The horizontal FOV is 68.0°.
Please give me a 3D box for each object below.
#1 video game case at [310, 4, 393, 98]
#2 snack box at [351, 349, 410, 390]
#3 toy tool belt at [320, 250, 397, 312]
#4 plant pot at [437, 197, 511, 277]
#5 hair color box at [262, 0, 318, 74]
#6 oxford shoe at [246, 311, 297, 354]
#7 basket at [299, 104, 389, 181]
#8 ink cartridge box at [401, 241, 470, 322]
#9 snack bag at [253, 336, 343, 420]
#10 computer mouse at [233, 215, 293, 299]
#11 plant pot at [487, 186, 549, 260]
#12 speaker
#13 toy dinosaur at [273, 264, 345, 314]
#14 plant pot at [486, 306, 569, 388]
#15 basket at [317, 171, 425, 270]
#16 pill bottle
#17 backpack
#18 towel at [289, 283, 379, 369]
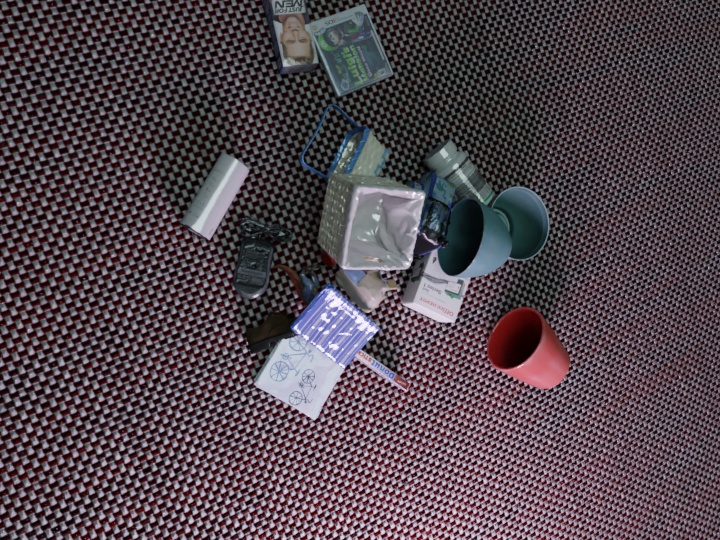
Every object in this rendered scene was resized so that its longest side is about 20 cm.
[{"bbox_3d":[-0.026,-0.589,1.433,0.180,0.023,0.202,-27,99,-18],"label":"video game case"},{"bbox_3d":[0.040,0.254,1.423,0.199,0.072,0.024,37,77,-16],"label":"snack box"},{"bbox_3d":[0.000,0.000,1.397,0.200,0.125,0.123,48,55,3],"label":"toy tool belt"},{"bbox_3d":[0.307,-0.070,1.372,0.133,0.200,0.203,14,85,-23],"label":"plant pot"},{"bbox_3d":[-0.178,-0.613,1.359,0.099,0.060,0.203,-14,95,-19],"label":"hair color box"},{"bbox_3d":[-0.193,0.133,1.325,0.198,0.073,0.085,-21,82,-3],"label":"oxford shoe"},{"bbox_3d":[-0.041,-0.294,1.360,0.199,0.139,0.178,35,77,-29],"label":"basket"},{"bbox_3d":[0.219,0.027,1.482,0.145,0.084,0.202,24,80,-17],"label":"ink cartridge box"},{"bbox_3d":[-0.147,0.258,1.384,0.199,0.021,0.190,34,79,-16],"label":"snack bag"},{"bbox_3d":[-0.256,-0.023,1.333,0.137,0.053,0.203,16,75,-9],"label":"computer mouse"},{"bbox_3d":[0.415,-0.128,1.528,0.198,0.134,0.203,0,89,-20],"label":"plant pot"},{"bbox_3d":[-0.349,-0.178,1.284,0.081,0.081,0.202,30,80,-17],"label":"speaker"},{"bbox_3d":[-0.119,0.078,1.387,0.197,0.105,0.184,5,98,14],"label":"toy dinosaur"},{"bbox_3d":[0.491,0.236,1.534,0.177,0.200,0.202,37,78,-26],"label":"plant pot"},{"bbox_3d":[0.021,-0.119,1.281,0.196,0.161,0.203,0,111,-30],"label":"basket"},{"bbox_3d":[0.272,-0.257,1.489,0.113,0.113,0.200,-43,102,-15],"label":"pill bottle"},{"bbox_3d":[0.159,-0.159,1.413,0.146,0.183,0.202,25,71,-15],"label":"backpack"},{"bbox_3d":[-0.059,0.139,1.309,0.145,0.024,0.200,-48,119,1],"label":"towel"}]
